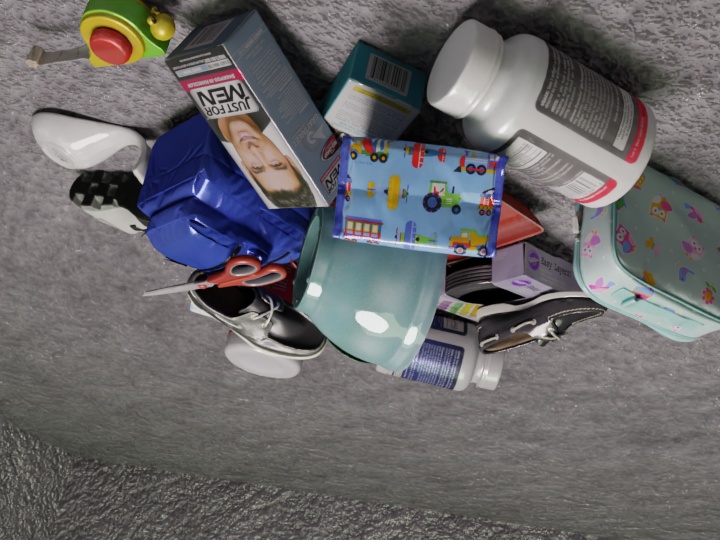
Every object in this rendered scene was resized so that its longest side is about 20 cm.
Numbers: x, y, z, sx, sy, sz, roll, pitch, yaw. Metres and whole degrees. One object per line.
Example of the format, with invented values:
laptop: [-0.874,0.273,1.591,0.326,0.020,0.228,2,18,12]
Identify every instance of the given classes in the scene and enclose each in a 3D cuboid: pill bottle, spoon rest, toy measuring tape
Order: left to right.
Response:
toy measuring tape: [-0.275,-0.243,0.813,0.197,0.075,0.074,1,152,23]
spoon rest: [-0.341,-0.160,1.040,0.197,0.061,0.100,18,156,23]
pill bottle: [-0.116,0.041,1.148,0.110,0.203,0.113,10,155,5]
pill bottle: [0.130,0.132,1.315,0.197,0.112,0.111,13,154,1]
pill bottle: [0.164,-0.146,0.743,0.198,0.112,0.110,24,152,-20]

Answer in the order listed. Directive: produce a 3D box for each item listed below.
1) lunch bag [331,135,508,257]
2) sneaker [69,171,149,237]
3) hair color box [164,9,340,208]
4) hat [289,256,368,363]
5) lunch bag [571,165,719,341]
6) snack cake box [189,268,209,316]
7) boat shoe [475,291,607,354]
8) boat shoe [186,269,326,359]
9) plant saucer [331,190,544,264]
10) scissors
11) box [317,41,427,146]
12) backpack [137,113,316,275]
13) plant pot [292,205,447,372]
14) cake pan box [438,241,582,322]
lunch bag: [0.063,-0.077,0.802,0.148,0.096,0.200,8,-171,6]
sneaker: [-0.308,-0.089,1.138,0.197,0.075,0.089,12,156,26]
hair color box: [-0.101,-0.158,0.834,0.098,0.061,0.201,2,138,43]
hat: [0.024,0.033,1.047,0.198,0.167,0.176,-26,174,-14]
lunch bag: [0.316,-0.018,0.870,0.198,0.163,0.077,22,153,-20]
snack cake box: [-0.195,-0.017,1.170,0.066,0.117,0.200,17,153,-7]
boat shoe: [0.233,0.070,1.051,0.198,0.061,0.073,-14,155,41]
boat shoe: [-0.133,0.056,1.037,0.198,0.073,0.068,28,162,-6]
plant saucer: [0.091,-0.078,0.993,0.198,0.037,0.198,28,151,-31]
scissors: [-0.174,0.017,0.958,0.198,0.014,0.073,-19,154,36]
box: [-0.008,-0.157,0.876,0.081,0.050,0.200,21,153,-15]
backpack: [-0.152,-0.074,0.983,0.199,0.170,0.161,26,157,-39]
plant pot: [0.000,0.000,0.907,0.132,0.203,0.200,15,155,-13]
cake pan box: [0.205,0.026,1.102,0.198,0.053,0.183,21,153,-40]
